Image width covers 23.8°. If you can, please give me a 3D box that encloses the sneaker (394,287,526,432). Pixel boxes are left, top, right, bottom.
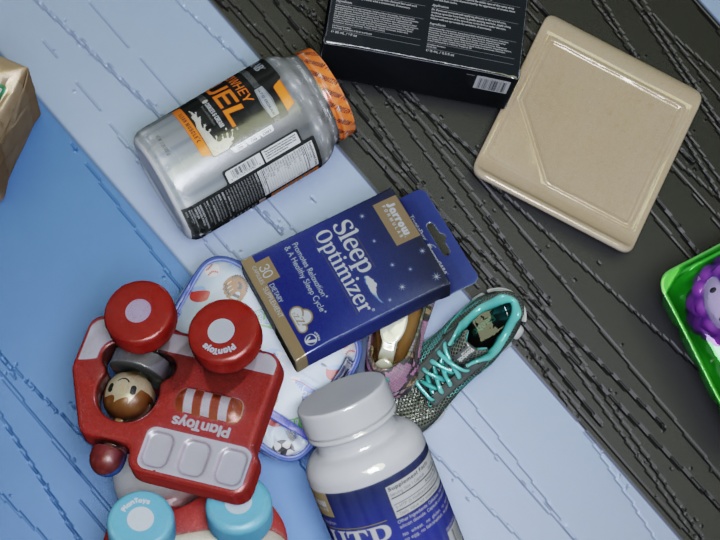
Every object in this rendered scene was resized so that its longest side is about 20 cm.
[{"bbox_3d":[0.088,0.086,1.682,0.078,0.091,0.200,43,80,3],"label":"sneaker"}]

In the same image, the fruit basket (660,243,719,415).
[{"bbox_3d":[0.401,0.060,1.662,0.154,0.216,0.217,-26,84,-9],"label":"fruit basket"}]

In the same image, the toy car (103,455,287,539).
[{"bbox_3d":[-0.166,0.213,1.622,0.175,0.185,0.201,-8,53,-7],"label":"toy car"}]

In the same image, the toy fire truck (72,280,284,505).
[{"bbox_3d":[-0.171,0.115,1.546,0.198,0.112,0.169,11,61,13],"label":"toy fire truck"}]

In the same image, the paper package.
[{"bbox_3d":[-0.417,-0.164,1.622,0.198,0.191,0.104,24,80,-3],"label":"paper package"}]

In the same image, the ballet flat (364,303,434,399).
[{"bbox_3d":[0.040,0.025,1.669,0.068,0.071,0.202,8,62,3],"label":"ballet flat"}]

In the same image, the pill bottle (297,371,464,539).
[{"bbox_3d":[0.016,0.205,1.612,0.119,0.120,0.202,-24,105,-9],"label":"pill bottle"}]

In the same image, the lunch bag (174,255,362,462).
[{"bbox_3d":[-0.101,0.093,1.672,0.199,0.076,0.161,32,82,1],"label":"lunch bag"}]

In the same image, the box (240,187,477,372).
[{"bbox_3d":[0.000,0.000,1.626,0.199,0.032,0.122,-26,64,-12],"label":"box"}]

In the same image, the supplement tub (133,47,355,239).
[{"bbox_3d":[-0.112,-0.129,1.681,0.199,0.123,0.123,-31,85,-10],"label":"supplement tub"}]

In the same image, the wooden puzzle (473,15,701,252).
[{"bbox_3d":[0.233,-0.140,1.763,0.184,0.037,0.201,27,75,0],"label":"wooden puzzle"}]

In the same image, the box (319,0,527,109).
[{"bbox_3d":[0.065,-0.257,1.729,0.198,0.079,0.143,10,70,-4],"label":"box"}]
